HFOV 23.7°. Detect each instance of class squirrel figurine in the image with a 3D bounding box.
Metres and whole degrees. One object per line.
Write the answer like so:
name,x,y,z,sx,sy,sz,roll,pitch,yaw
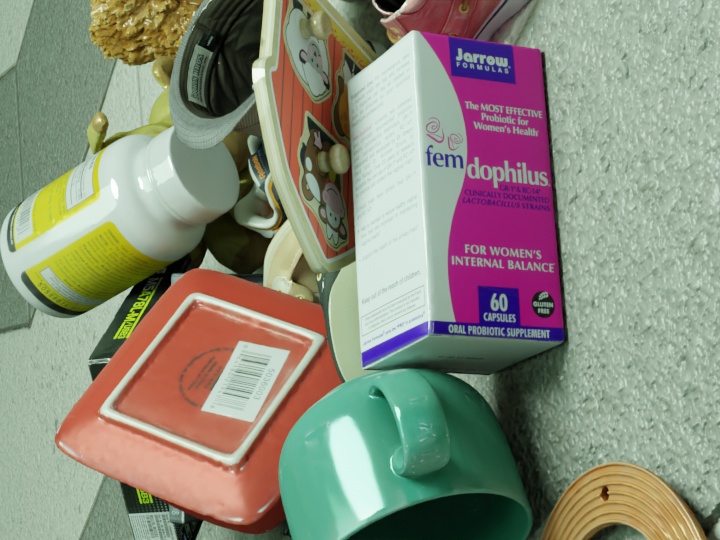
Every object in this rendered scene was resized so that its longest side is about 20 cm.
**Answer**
squirrel figurine,-0.197,-0.286,1.602,0.141,0.185,0.202,-148,64,-61

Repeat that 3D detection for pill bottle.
pill bottle,-0.198,-0.045,1.432,0.199,0.111,0.112,-27,60,33

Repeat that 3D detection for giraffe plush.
giraffe plush,-0.150,-0.105,1.550,0.163,0.198,0.174,-64,-17,-51

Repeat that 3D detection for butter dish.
butter dish,-0.095,0.124,1.321,0.198,0.200,0.148,17,144,29

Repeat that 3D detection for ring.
ring,0.154,0.212,0.985,0.200,0.019,0.202,-175,90,-65

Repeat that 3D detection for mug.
mug,0.032,0.125,1.102,0.185,0.151,0.115,-48,47,35

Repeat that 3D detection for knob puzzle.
knob puzzle,-0.016,-0.094,1.179,0.030,0.219,0.222,-8,76,23

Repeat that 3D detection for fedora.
fedora,-0.063,-0.157,1.307,0.200,0.090,0.178,12,76,59

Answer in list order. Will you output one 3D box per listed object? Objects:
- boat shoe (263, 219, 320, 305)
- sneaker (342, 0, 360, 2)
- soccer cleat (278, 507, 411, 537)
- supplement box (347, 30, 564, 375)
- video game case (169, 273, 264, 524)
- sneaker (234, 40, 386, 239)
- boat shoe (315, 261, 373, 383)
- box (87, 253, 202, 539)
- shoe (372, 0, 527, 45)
boat shoe,-0.043,0.028,1.380,0.069,0.073,0.201,59,141,35
sneaker,-0.005,-0.241,1.317,0.200,0.079,0.074,2,86,63
soccer cleat,-0.001,0.171,1.281,0.200,0.068,0.074,-29,41,62
supplement box,0.059,-0.042,1.124,0.103,0.100,0.202,148,121,-60
video game case,-0.116,0.103,1.443,0.019,0.143,0.202,1,90,26
sneaker,-0.041,-0.099,1.375,0.079,0.079,0.201,-111,36,-44
boat shoe,0.003,0.000,1.276,0.063,0.073,0.203,136,136,-61
box,-0.166,0.117,1.469,0.193,0.047,0.201,-66,-32,-62
shoe,0.042,-0.176,1.189,0.200,0.090,0.072,131,136,-53
